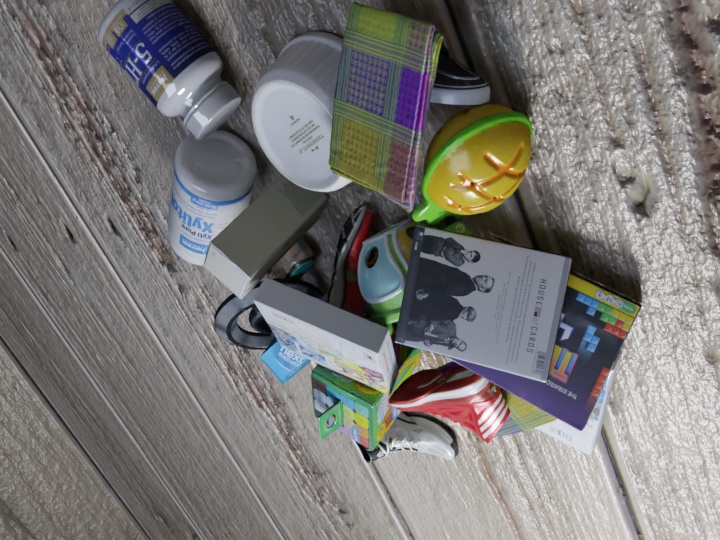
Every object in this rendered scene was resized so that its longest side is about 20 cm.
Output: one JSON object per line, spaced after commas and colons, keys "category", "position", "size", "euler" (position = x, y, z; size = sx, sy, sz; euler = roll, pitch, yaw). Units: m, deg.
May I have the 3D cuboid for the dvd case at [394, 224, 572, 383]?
{"category": "dvd case", "position": [0.148, 0.038, 0.921], "size": [0.195, 0.025, 0.155], "euler": [13, 96, 19]}

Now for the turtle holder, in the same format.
{"category": "turtle holder", "position": [0.069, 0.003, 1.018], "size": [0.134, 0.139, 0.185], "euler": [65, 163, -4]}

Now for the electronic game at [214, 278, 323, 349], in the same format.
{"category": "electronic game", "position": [-0.155, 0.077, 1.293], "size": [0.202, 0.195, 0.042], "euler": [112, 149, -51]}

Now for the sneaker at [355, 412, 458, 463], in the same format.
{"category": "sneaker", "position": [0.071, 0.314, 1.333], "size": [0.197, 0.115, 0.077], "euler": [19, 137, 30]}

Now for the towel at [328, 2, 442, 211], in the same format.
{"category": "towel", "position": [0.023, -0.183, 0.838], "size": [0.142, 0.022, 0.205], "euler": [30, 123, 39]}

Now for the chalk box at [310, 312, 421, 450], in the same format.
{"category": "chalk box", "position": [0.000, 0.191, 1.213], "size": [0.122, 0.201, 0.127], "euler": [24, 141, 23]}

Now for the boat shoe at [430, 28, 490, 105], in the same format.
{"category": "boat shoe", "position": [0.065, -0.243, 0.853], "size": [0.198, 0.073, 0.070], "euler": [32, 127, 36]}

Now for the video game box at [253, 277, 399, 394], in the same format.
{"category": "video game box", "position": [-0.043, 0.099, 1.084], "size": [0.196, 0.047, 0.183], "euler": [22, 156, 17]}

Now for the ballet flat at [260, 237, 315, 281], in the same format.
{"category": "ballet flat", "position": [-0.134, 0.001, 1.291], "size": [0.068, 0.067, 0.200], "euler": [58, 140, 13]}

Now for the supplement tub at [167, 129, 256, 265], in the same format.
{"category": "supplement tub", "position": [-0.245, -0.116, 1.220], "size": [0.131, 0.132, 0.202], "euler": [37, 142, 9]}

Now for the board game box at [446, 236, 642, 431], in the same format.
{"category": "board game box", "position": [0.224, 0.075, 0.936], "size": [0.197, 0.056, 0.169], "euler": [26, 99, 22]}

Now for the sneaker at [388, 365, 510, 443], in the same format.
{"category": "sneaker", "position": [0.130, 0.204, 1.073], "size": [0.117, 0.078, 0.198], "euler": [55, 145, -11]}

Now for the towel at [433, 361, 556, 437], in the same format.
{"category": "towel", "position": [0.189, 0.173, 1.066], "size": [0.144, 0.023, 0.200], "euler": [47, 145, -1]}

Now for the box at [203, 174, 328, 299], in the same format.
{"category": "box", "position": [-0.138, -0.059, 1.110], "size": [0.082, 0.200, 0.069], "euler": [40, 145, 3]}

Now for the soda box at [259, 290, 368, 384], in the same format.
{"category": "soda box", "position": [-0.074, 0.097, 1.237], "size": [0.064, 0.068, 0.199], "euler": [46, 114, -5]}

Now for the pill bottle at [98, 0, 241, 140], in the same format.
{"category": "pill bottle", "position": [-0.270, -0.297, 1.083], "size": [0.201, 0.120, 0.119], "euler": [48, 143, -5]}

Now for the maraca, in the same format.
{"category": "maraca", "position": [0.128, -0.114, 0.872], "size": [0.201, 0.134, 0.109], "euler": [113, 140, -58]}

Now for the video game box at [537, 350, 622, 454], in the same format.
{"category": "video game box", "position": [0.250, 0.145, 1.046], "size": [0.197, 0.047, 0.185], "euler": [24, 141, 27]}

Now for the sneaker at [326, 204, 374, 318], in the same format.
{"category": "sneaker", "position": [0.000, 0.000, 1.127], "size": [0.083, 0.077, 0.205], "euler": [10, 112, -6]}

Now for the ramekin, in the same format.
{"category": "ramekin", "position": [-0.058, -0.199, 0.990], "size": [0.199, 0.094, 0.206], "euler": [26, 139, 24]}
